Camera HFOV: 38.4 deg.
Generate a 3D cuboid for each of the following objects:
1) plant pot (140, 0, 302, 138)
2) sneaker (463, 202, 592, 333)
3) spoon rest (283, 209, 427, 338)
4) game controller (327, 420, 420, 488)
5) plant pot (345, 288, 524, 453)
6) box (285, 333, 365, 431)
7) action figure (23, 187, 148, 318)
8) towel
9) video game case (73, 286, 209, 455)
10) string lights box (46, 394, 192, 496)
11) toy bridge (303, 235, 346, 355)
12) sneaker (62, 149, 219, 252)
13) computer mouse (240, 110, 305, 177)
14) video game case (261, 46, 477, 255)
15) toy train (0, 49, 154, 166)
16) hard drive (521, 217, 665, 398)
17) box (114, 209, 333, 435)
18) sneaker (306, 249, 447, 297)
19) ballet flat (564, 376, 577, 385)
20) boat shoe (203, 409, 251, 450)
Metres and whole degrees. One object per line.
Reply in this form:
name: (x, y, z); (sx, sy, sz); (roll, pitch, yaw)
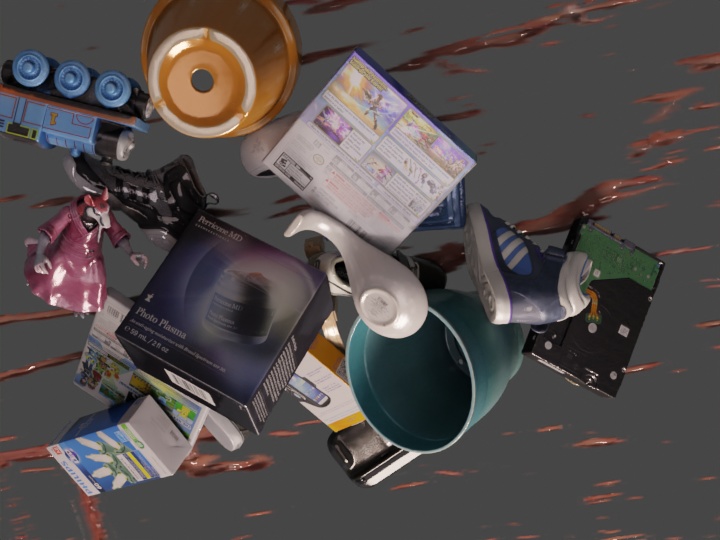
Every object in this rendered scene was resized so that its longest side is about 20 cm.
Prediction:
plant pot: (-0.173, -0.243, 1.228); (0.197, 0.184, 0.203); (0, 113, 1)
sneaker: (0.219, -0.013, 1.328); (0.145, 0.201, 0.081); (-5, 135, -7)
spoon rest: (0.000, 0.000, 1.253); (0.200, 0.061, 0.099); (44, 126, -1)
game controller: (0.048, 0.236, 1.511); (0.199, 0.042, 0.105); (-36, 93, 14)
plant pot: (0.114, 0.110, 1.351); (0.198, 0.187, 0.203); (12, 110, 37)
box: (-0.068, 0.139, 1.436); (0.200, 0.042, 0.119); (43, 142, -14)
action figure: (-0.352, -0.039, 1.325); (0.133, 0.150, 0.201); (10, 131, -26)
towel: (0.038, -0.102, 1.358); (0.197, 0.049, 0.113); (-4, 112, 3)
video game case: (-0.294, 0.143, 1.432); (0.199, 0.022, 0.183); (32, 124, 6)
string lights box: (-0.344, 0.250, 1.465); (0.199, 0.059, 0.103); (-21, 113, 37)
toy bridge: (-0.044, 0.052, 1.413); (0.027, 0.067, 0.202); (-12, 113, 6)
sneaker: (-0.280, -0.118, 1.345); (0.199, 0.076, 0.114); (37, 106, -17)
computer mouse: (-0.063, -0.169, 1.316); (0.198, 0.044, 0.111); (-16, 82, 8)
video game case: (0.011, -0.137, 1.264); (0.200, 0.046, 0.181); (41, 110, -7)
toy train: (-0.359, -0.201, 1.288); (0.198, 0.087, 0.116); (14, 93, 1)
hard drive: (0.309, 0.049, 1.366); (0.139, 0.038, 0.202); (27, 78, -14)
box: (-0.168, 0.063, 1.309); (0.198, 0.199, 0.124); (25, 158, 14)
sneaker: (0.034, 0.011, 1.360); (0.198, 0.088, 0.075); (3, 85, -22)
ballet flat: (0.268, 0.074, 1.413); (0.067, 0.075, 0.201); (-26, 110, 11)
boat shoe: (-0.224, 0.164, 1.470); (0.057, 0.068, 0.201); (-41, 98, -30)
